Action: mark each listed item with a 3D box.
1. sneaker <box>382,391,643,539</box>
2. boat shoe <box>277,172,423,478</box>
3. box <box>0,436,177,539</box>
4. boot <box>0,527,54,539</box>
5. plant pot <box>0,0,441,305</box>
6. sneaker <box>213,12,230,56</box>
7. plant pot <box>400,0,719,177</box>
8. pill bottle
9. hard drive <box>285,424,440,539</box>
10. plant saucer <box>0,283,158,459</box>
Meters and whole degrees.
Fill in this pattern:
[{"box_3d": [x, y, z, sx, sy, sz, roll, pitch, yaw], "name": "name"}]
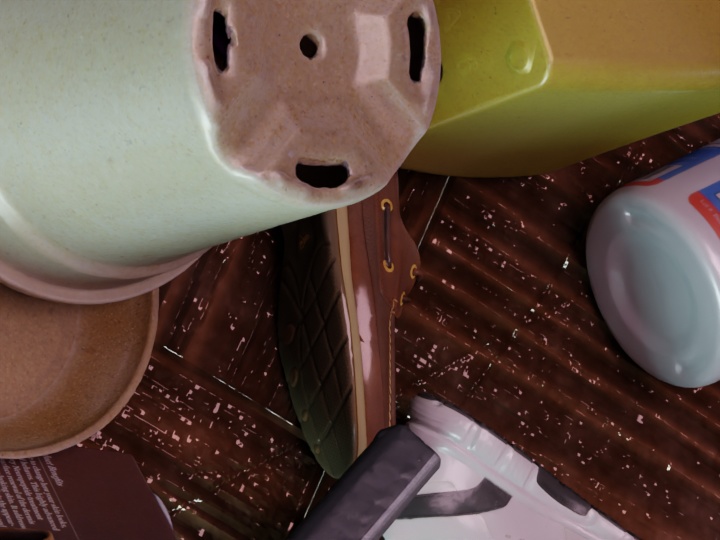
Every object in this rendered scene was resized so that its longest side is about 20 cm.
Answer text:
[{"box_3d": [0.085, 0.142, 1.385, 0.200, 0.074, 0.080, 35, 84, -20], "name": "sneaker"}, {"box_3d": [0.000, 0.000, 1.355, 0.067, 0.072, 0.201, -1, 79, -27], "name": "boat shoe"}, {"box_3d": [-0.184, 0.120, 1.205, 0.199, 0.100, 0.075, 9, 113, -26], "name": "box"}, {"box_3d": [-0.163, 0.204, 1.148, 0.069, 0.188, 0.200, -49, 119, -46], "name": "boot"}, {"box_3d": [-0.072, -0.088, 1.195, 0.200, 0.183, 0.201, 3, 86, -38], "name": "plant pot"}, {"box_3d": [-0.117, -0.155, 1.319, 0.199, 0.074, 0.088, 16, 78, -27], "name": "sneaker"}, {"box_3d": [0.072, -0.148, 1.324, 0.176, 0.200, 0.201, -18, 90, -47], "name": "plant pot"}, {"box_3d": [0.225, -0.025, 1.462, 0.200, 0.112, 0.113, -25, 93, -29], "name": "pill bottle"}, {"box_3d": [-0.051, 0.164, 1.257, 0.033, 0.140, 0.200, 41, 63, 3], "name": "hard drive"}, {"box_3d": [-0.183, -0.005, 1.251, 0.200, 0.035, 0.201, 19, 56, -31], "name": "plant saucer"}]
